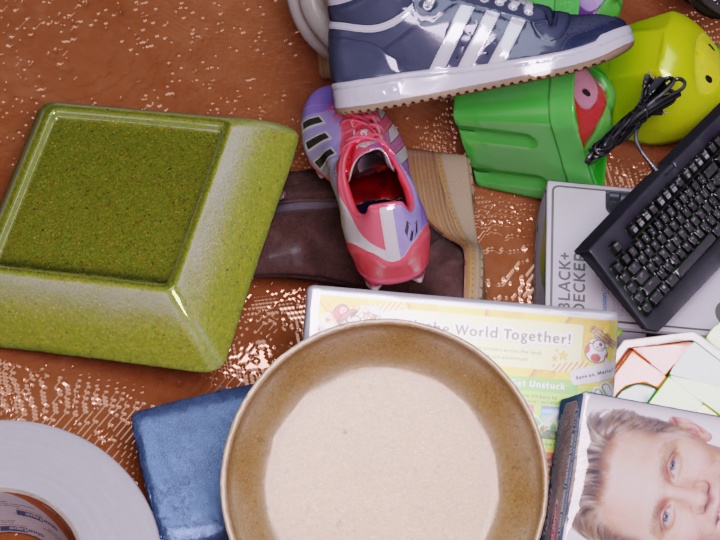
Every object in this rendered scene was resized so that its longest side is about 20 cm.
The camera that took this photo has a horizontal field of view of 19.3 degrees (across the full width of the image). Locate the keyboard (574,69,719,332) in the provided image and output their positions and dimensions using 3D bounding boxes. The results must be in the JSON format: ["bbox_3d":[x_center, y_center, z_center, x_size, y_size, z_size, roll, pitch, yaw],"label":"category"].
[{"bbox_3d":[0.207,-0.059,1.407,0.127,0.021,0.200,49,53,-3],"label":"keyboard"}]

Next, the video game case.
[{"bbox_3d":[0.058,0.108,1.333,0.199,0.023,0.183,5,84,-4],"label":"video game case"}]

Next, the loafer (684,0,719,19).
[{"bbox_3d":[0.211,-0.252,1.542,0.073,0.071,0.200,-36,79,-9],"label":"loafer"}]

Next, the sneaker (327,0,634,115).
[{"bbox_3d":[0.072,-0.170,1.374,0.199,0.070,0.109,-10,95,3],"label":"sneaker"}]

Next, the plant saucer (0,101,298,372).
[{"bbox_3d":[-0.163,-0.038,1.425,0.199,0.048,0.200,6,58,17],"label":"plant saucer"}]

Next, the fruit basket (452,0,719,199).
[{"bbox_3d":[0.177,-0.147,1.501,0.215,0.156,0.216,-7,57,12],"label":"fruit basket"}]

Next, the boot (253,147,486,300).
[{"bbox_3d":[0.000,0.000,1.432,0.166,0.072,0.200,-6,48,2],"label":"boot"}]

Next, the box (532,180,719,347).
[{"bbox_3d":[0.219,0.010,1.450,0.199,0.060,0.117,6,59,-1],"label":"box"}]

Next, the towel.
[{"bbox_3d":[-0.043,0.125,1.367,0.199,0.049,0.112,-9,68,-11],"label":"towel"}]

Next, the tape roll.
[{"bbox_3d":[-0.221,0.195,1.303,0.200,0.066,0.201,2,60,-4],"label":"tape roll"}]

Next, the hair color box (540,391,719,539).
[{"bbox_3d":[0.218,0.142,1.303,0.199,0.061,0.100,10,81,-7],"label":"hair color box"}]

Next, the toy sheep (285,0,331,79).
[{"bbox_3d":[0.006,-0.201,1.502,0.138,0.200,0.138,-3,100,-19],"label":"toy sheep"}]

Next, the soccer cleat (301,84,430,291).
[{"bbox_3d":[0.003,-0.072,1.395,0.067,0.077,0.200,-11,43,-6],"label":"soccer cleat"}]

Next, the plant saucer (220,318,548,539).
[{"bbox_3d":[0.014,0.131,1.297,0.200,0.035,0.201,1,84,-5],"label":"plant saucer"}]

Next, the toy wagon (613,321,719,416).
[{"bbox_3d":[0.205,0.100,1.368,0.155,0.040,0.200,38,88,7],"label":"toy wagon"}]
